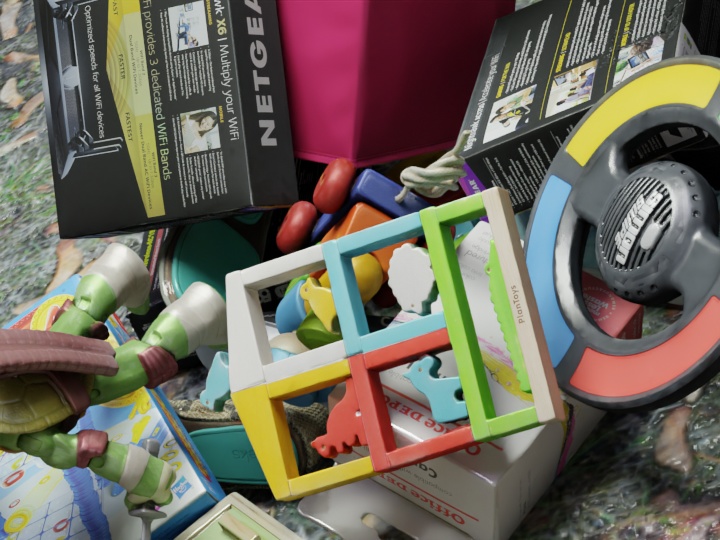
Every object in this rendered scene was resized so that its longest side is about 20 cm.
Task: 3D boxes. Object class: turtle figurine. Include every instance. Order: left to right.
[{"bbox_3d":[-0.164,0.091,1.389,0.144,0.200,0.194,-9,29,51],"label":"turtle figurine"}]

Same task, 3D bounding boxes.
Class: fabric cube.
[{"bbox_3d":[-0.025,-0.190,1.592,0.199,0.200,0.196,12,17,31],"label":"fabric cube"}]

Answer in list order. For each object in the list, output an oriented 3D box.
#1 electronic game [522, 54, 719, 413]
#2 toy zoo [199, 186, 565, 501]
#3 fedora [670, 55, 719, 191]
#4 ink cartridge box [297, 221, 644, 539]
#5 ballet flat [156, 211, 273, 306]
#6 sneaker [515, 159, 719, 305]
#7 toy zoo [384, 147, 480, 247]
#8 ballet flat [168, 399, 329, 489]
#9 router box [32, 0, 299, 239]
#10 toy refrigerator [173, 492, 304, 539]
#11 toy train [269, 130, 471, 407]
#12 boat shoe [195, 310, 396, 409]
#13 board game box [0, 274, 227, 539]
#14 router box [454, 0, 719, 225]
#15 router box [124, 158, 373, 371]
[{"bbox_3d":[0.158,-0.021,1.312,0.200,0.042,0.201,-28,52,42],"label":"electronic game"},{"bbox_3d":[0.003,0.046,1.329,0.199,0.132,0.020,-19,-13,20],"label":"toy zoo"},{"bbox_3d":[0.243,-0.099,1.514,0.200,0.092,0.201,-24,23,11],"label":"fedora"},{"bbox_3d":[0.062,0.077,1.379,0.116,0.068,0.200,26,56,23],"label":"ink cartridge box"},{"bbox_3d":[-0.096,-0.019,1.585,0.064,0.067,0.200,-40,19,38],"label":"ballet flat"},{"bbox_3d":[0.180,-0.031,1.459,0.199,0.082,0.074,0,45,23],"label":"sneaker"},{"bbox_3d":[0.083,-0.054,1.630,0.131,0.021,0.200,-32,30,-7],"label":"toy zoo"},{"bbox_3d":[-0.105,0.107,1.521,0.199,0.068,0.075,-4,15,25],"label":"ballet flat"},{"bbox_3d":[-0.125,-0.127,1.508,0.157,0.201,0.052,-7,-2,35],"label":"router box"},{"bbox_3d":[-0.037,0.195,1.316,0.076,0.070,0.200,-38,32,-17],"label":"toy refrigerator"},{"bbox_3d":[0.000,0.000,1.390,0.116,0.084,0.200,-66,10,-26],"label":"toy train"},{"bbox_3d":[-0.013,0.049,1.517,0.199,0.070,0.066,4,43,39],"label":"boat shoe"},{"bbox_3d":[-0.199,0.134,1.461,0.200,0.056,0.196,-37,52,0],"label":"board game box"},{"bbox_3d":[0.143,-0.120,1.482,0.149,0.051,0.200,-21,25,24],"label":"router box"},{"bbox_3d":[-0.073,-0.026,1.683,0.149,0.062,0.200,-17,32,16],"label":"router box"}]
